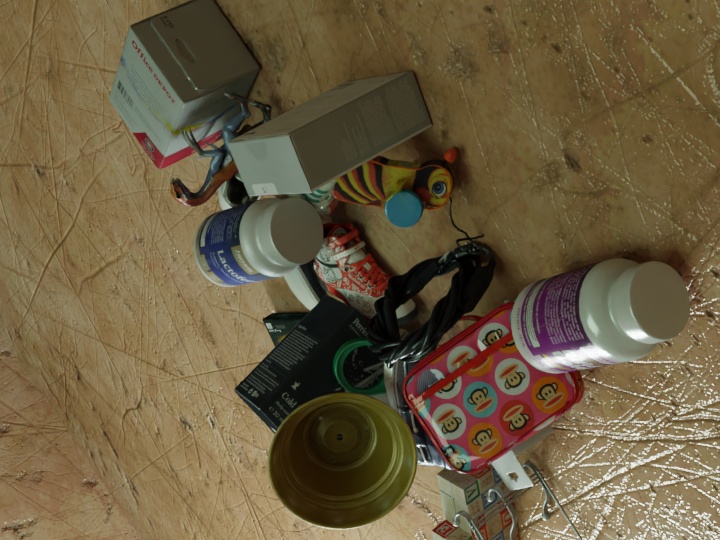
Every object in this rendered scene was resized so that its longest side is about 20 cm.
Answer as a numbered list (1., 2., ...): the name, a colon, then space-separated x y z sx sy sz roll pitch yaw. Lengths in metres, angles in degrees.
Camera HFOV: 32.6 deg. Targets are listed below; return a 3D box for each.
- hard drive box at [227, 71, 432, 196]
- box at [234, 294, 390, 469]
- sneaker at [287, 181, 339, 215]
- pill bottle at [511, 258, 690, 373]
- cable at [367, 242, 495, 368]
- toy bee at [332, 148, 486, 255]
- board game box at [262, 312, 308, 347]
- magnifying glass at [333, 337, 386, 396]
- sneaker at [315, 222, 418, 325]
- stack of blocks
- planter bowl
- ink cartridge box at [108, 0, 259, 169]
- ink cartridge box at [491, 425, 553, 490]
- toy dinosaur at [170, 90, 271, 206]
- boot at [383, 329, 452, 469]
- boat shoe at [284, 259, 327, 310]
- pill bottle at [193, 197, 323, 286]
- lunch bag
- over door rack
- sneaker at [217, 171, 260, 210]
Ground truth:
1. hard drive box: -0.039 -0.169 1.525 0.156 0.199 0.077 3 119 57
2. box: -0.037 0.179 1.771 0.200 0.197 0.124 49 167 -23
3. sneaker: -0.047 -0.127 1.729 0.094 0.070 0.199 50 153 -21
4. pill bottle: 0.262 0.049 1.345 0.113 0.112 0.200 61 151 -4
5. cable: 0.074 0.042 1.544 0.163 0.200 0.051 -2 133 47
6. toy bee: 0.073 -0.109 1.521 0.131 0.199 0.109 -115 42 -64
7. board game box: -0.080 0.134 2.039 0.200 0.028 0.136 -3 114 57
8. magnifying glass: 0.056 0.151 1.713 0.080 0.199 0.022 -70 18 5
9. sneaker: -0.001 0.000 1.755 0.201 0.067 0.108 30 142 45
10. stack of blocks: 0.165 0.369 1.783 0.058 0.115 0.201 23 134 46
11. planter bowl: -0.026 0.241 1.660 0.084 0.199 0.201 -103 -7 -72
12. ink cartridge box: -0.265 -0.279 1.832 0.146 0.144 0.200 55 151 8
13. ink cartridge box: 0.180 0.185 1.618 0.201 0.066 0.116 56 165 5
14. toy dinosaur: -0.196 -0.164 1.776 0.199 0.105 0.182 28 102 35
15. boot: 0.089 0.174 1.661 0.090 0.073 0.201 5 118 25
16. boat shoe: -0.099 -0.023 1.893 0.200 0.062 0.075 53 152 17
17. pill bottle: -0.148 -0.043 1.787 0.199 0.115 0.116 -12 106 52
18. lunch bag: 0.158 0.133 1.518 0.177 0.200 0.082 56 -165 11
19. over door rack: 0.232 0.377 1.651 0.200 0.147 0.067 52 148 15
20. sneaker: -0.192 -0.127 1.897 0.075 0.100 0.200 29 149 -3
